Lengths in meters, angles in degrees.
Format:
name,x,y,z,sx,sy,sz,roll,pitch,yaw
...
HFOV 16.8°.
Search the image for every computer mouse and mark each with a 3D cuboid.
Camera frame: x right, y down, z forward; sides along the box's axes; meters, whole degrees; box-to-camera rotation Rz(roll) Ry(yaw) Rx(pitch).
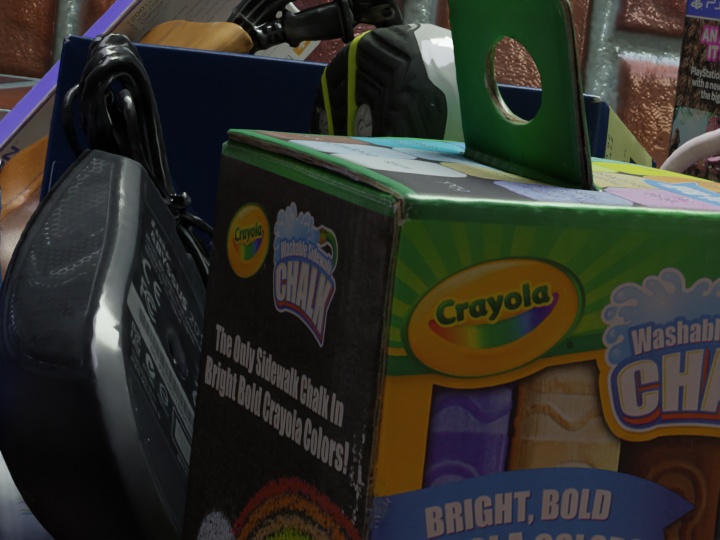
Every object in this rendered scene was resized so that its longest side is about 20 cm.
name,x,y,z,sx,sy,sz,roll,pitch,yaw
computer mouse,-0.075,0.027,0.732,0.053,0.139,0.200,-17,26,9

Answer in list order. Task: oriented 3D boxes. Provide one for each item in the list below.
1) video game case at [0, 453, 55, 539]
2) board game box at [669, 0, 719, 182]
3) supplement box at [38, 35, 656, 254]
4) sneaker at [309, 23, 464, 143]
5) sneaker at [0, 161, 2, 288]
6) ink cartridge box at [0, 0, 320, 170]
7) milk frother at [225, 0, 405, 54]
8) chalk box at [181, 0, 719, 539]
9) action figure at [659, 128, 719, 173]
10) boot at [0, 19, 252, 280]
name,x,y,z,sx,sy,sz,roll,pitch,yaw
video game case,-0.027,0.089,0.782,0.182,0.022,0.200,4,8,-11
board game box,0.225,-0.032,1.154,0.097,0.200,0.159,2,9,-24
supplement box,0.000,0.000,0.935,0.200,0.135,0.200,8,-2,12
sneaker,0.028,-0.003,0.746,0.076,0.200,0.076,-9,54,-7
sneaker,-0.171,-0.026,0.851,0.078,0.200,0.089,-4,40,6
ink cartridge box,-0.121,-0.087,1.229,0.043,0.198,0.200,44,1,17
milk frother,-0.019,-0.059,1.230,0.180,0.200,0.188,-2,10,-27
chalk box,0.036,0.030,0.597,0.124,0.200,0.125,4,9,-23
action figure,0.198,-0.086,0.929,0.149,0.134,0.200,-12,-25,-22
boot,-0.118,-0.032,1.057,0.200,0.069,0.188,-42,13,-15
